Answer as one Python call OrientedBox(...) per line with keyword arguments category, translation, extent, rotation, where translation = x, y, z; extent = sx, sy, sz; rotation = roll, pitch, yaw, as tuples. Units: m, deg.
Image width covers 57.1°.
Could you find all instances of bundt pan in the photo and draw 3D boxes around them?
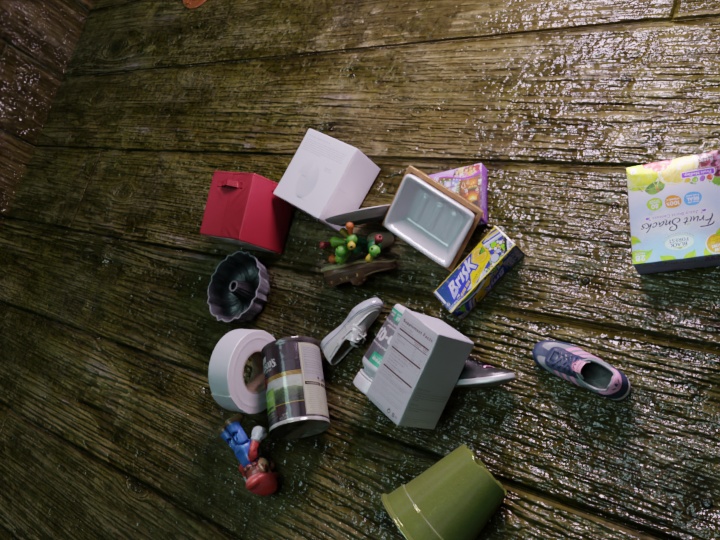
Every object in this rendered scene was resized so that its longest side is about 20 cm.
OrientedBox(category="bundt pan", translation=(-0.326, 0.053, 1.818), extent=(0.199, 0.075, 0.205), rotation=(-13, 65, 31))

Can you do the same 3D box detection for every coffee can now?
OrientedBox(category="coffee can", translation=(-0.153, 0.277, 1.561), extent=(0.145, 0.146, 0.203), rotation=(-25, 59, 25))

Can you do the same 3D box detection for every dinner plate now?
OrientedBox(category="dinner plate", translation=(0.012, -0.130, 1.585), extent=(0.198, 0.199, 0.025), rotation=(-13, 88, 31))

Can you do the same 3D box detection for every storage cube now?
OrientedBox(category="storage cube", translation=(-0.306, -0.158, 1.817), extent=(0.169, 0.199, 0.183), rotation=(9, 83, 36))

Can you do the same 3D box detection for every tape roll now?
OrientedBox(category="tape roll", translation=(-0.278, 0.247, 1.626), extent=(0.070, 0.202, 0.206), rotation=(1, 72, 34))

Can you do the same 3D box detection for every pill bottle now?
OrientedBox(category="pill bottle", translation=(0.074, 0.186, 1.455), extent=(0.113, 0.113, 0.202), rotation=(32, 92, 39))

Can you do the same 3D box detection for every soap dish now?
OrientedBox(category="soap dish", translation=(0.163, -0.119, 1.476), extent=(0.199, 0.081, 0.159), rotation=(35, 120, 17))

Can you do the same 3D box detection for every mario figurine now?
OrientedBox(category="mario figurine", translation=(-0.257, 0.446, 1.599), extent=(0.105, 0.124, 0.201), rotation=(-30, 73, -15))

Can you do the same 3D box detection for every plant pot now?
OrientedBox(category="plant pot", translation=(0.173, 0.441, 1.256), extent=(0.190, 0.200, 0.200), rotation=(-42, 52, -3))

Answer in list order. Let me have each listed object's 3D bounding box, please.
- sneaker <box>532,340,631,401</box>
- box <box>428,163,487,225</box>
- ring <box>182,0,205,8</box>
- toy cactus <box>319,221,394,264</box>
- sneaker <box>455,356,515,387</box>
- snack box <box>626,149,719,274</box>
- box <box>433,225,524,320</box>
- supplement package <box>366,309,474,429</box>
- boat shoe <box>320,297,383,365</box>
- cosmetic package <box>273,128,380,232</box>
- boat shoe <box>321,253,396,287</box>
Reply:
OrientedBox(category="sneaker", translation=(0.405, 0.176, 1.242), extent=(0.198, 0.082, 0.071), rotation=(21, 84, 39))
OrientedBox(category="box", translation=(0.200, -0.163, 1.552), extent=(0.197, 0.039, 0.139), rotation=(-10, 66, 33))
OrientedBox(category="ring", translation=(-0.610, -1.090, 2.516), extent=(0.198, 0.019, 0.204), rotation=(-14, 63, 30))
OrientedBox(category="toy cactus", translation=(0.004, -0.070, 1.580), extent=(0.199, 0.163, 0.104), rotation=(-4, 99, 57))
OrientedBox(category="sneaker", translation=(0.225, 0.190, 1.372), extent=(0.198, 0.070, 0.101), rotation=(-9, 72, 37))
OrientedBox(category="snack box", translation=(0.592, -0.106, 1.231), extent=(0.166, 0.067, 0.203), rotation=(-9, 69, 32))
OrientedBox(category="box", translation=(0.255, 0.007, 1.429), extent=(0.200, 0.064, 0.070), rotation=(-48, 52, 10))
OrientedBox(category="supplement package", translation=(0.120, 0.202, 1.344), extent=(0.117, 0.116, 0.202), rotation=(33, 102, 49))
OrientedBox(category="boat shoe", translation=(-0.013, 0.149, 1.561), extent=(0.200, 0.071, 0.070), rotation=(-42, 52, 18))
OrientedBox(category="cosmetic package", translation=(-0.088, -0.235, 1.734), extent=(0.198, 0.122, 0.202), rotation=(31, 92, 39))
OrientedBox(category="boat shoe", translation=(-0.001, 0.000, 1.621), extent=(0.197, 0.072, 0.069), rotation=(-8, 100, 25))
